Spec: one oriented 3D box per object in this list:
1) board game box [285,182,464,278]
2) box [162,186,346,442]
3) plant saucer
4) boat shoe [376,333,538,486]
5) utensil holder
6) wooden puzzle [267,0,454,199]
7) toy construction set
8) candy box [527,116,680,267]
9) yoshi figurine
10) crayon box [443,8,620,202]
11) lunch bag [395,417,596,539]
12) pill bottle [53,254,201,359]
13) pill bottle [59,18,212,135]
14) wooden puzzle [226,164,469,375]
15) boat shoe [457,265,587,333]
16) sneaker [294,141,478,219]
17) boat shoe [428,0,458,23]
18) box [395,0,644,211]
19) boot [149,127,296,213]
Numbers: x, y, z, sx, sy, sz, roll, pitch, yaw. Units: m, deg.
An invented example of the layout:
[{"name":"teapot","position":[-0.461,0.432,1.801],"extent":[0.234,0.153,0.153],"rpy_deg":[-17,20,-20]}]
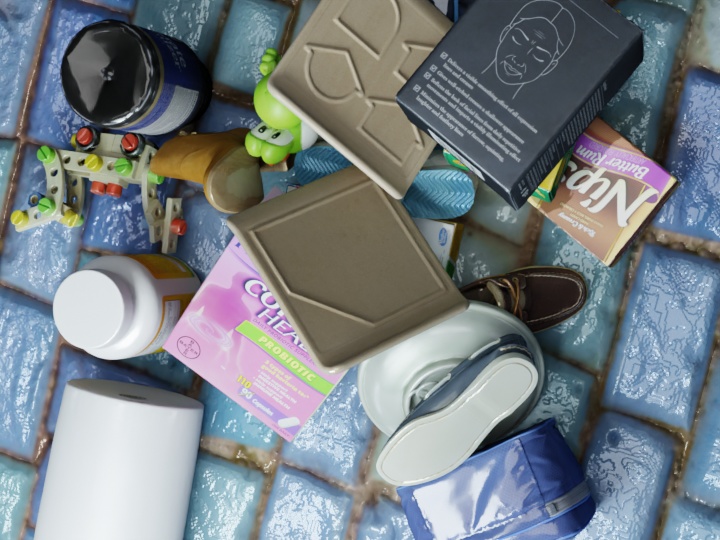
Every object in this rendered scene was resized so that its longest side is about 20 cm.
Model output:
[{"name":"board game box","position":[0.000,0.000,1.780],"extent":[0.198,0.040,0.155],"rpy_deg":[15,95,15]},{"name":"box","position":[-0.082,0.049,1.717],"extent":[0.175,0.097,0.200],"rpy_deg":[37,128,-1]},{"name":"plant saucer","position":[0.096,0.124,1.693],"extent":[0.198,0.050,0.202],"rpy_deg":[-2,125,-3]},{"name":"boat shoe","position":[0.093,0.138,1.633],"extent":[0.075,0.062,0.200],"rpy_deg":[35,112,-21]},{"name":"utensil holder","position":[-0.266,0.233,1.800],"extent":[0.168,0.170,0.202],"rpy_deg":[11,91,16]},{"name":"wooden puzzle","position":[0.015,-0.201,1.657],"extent":[0.185,0.046,0.201],"rpy_deg":[39,68,-20]},{"name":"toy construction set","position":[-0.288,-0.090,1.835],"extent":[0.198,0.092,0.132],"rpy_deg":[12,80,11]},{"name":"candy box","position":[0.222,-0.110,1.706],"extent":[0.200,0.056,0.117],"rpy_deg":[41,99,13]},{"name":"yoshi figurine","position":[-0.049,-0.194,1.705],"extent":[0.112,0.200,0.112],"rpy_deg":[-8,122,44]},{"name":"crayon box","position":[0.176,-0.186,1.658],"extent":[0.118,0.058,0.202],"rpy_deg":[21,87,12]},{"name":"lunch bag","position":[0.139,0.253,1.695],"extent":[0.199,0.136,0.133],"rpy_deg":[-27,83,18]},{"name":"pill bottle","position":[-0.254,0.039,1.772],"extent":[0.110,0.200,0.112],"rpy_deg":[0,91,16]},{"name":"pill bottle","position":[-0.234,-0.204,1.761],"extent":[0.111,0.200,0.113],"rpy_deg":[0,92,16]},{"name":"wooden puzzle","position":[-0.014,-0.004,1.625],"extent":[0.201,0.184,0.037],"rpy_deg":[55,147,18]},{"name":"boat shoe","position":[0.144,0.038,1.703],"extent":[0.198,0.072,0.073],"rpy_deg":[-6,94,-3]},{"name":"sneaker","position":[0.028,-0.101,1.742],"extent":[0.198,0.081,0.077],"rpy_deg":[9,116,8]},{"name":"boat shoe","position":[0.065,-0.262,1.728],"extent":[0.068,0.084,0.202],"rpy_deg":[-2,88,-14]},{"name":"box","position":[0.156,-0.187,1.577],"extent":[0.148,0.107,0.200],"rpy_deg":[41,92,13]},{"name":"boot","position":[-0.167,-0.107,1.744],"extent":[0.143,0.201,0.071],"rpy_deg":[1,109,23]}]
